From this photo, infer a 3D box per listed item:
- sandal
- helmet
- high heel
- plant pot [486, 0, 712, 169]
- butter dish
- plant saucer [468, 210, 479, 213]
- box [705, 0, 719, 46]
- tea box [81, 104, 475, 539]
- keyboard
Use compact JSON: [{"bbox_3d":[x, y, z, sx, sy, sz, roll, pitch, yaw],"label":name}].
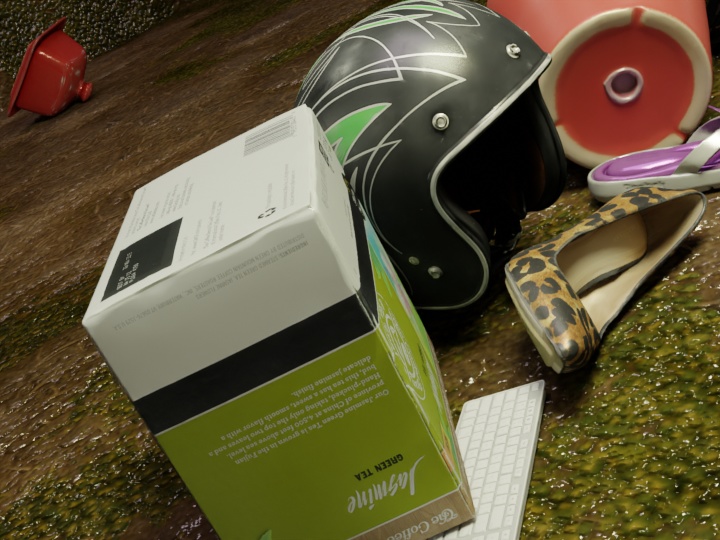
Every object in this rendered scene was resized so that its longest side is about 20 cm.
[{"bbox_3d":[0.269,-0.098,0.855,0.200,0.050,0.083,-16,23,19],"label":"sandal"},{"bbox_3d":[0.045,-0.091,0.784,0.197,0.192,0.201,-16,28,9],"label":"helmet"},{"bbox_3d":[0.166,-0.004,0.709,0.141,0.072,0.200,-26,12,11],"label":"high heel"},{"bbox_3d":[0.211,-0.189,0.959,0.198,0.202,0.178,-18,30,13],"label":"plant pot"},{"bbox_3d":[-0.645,-0.413,2.406,0.201,0.147,0.201,-59,9,25],"label":"butter dish"},{"bbox_3d":[0.070,-0.072,1.026,0.198,0.033,0.201,-21,22,9],"label":"plant saucer"},{"bbox_3d":[0.416,-0.289,1.052,0.198,0.050,0.161,-22,-13,6],"label":"box"},{"bbox_3d":[-0.041,0.040,0.648,0.132,0.198,0.200,-25,22,7],"label":"tea box"},{"bbox_3d":[0.065,0.123,0.608,0.056,0.011,0.200,-14,23,23],"label":"keyboard"}]
